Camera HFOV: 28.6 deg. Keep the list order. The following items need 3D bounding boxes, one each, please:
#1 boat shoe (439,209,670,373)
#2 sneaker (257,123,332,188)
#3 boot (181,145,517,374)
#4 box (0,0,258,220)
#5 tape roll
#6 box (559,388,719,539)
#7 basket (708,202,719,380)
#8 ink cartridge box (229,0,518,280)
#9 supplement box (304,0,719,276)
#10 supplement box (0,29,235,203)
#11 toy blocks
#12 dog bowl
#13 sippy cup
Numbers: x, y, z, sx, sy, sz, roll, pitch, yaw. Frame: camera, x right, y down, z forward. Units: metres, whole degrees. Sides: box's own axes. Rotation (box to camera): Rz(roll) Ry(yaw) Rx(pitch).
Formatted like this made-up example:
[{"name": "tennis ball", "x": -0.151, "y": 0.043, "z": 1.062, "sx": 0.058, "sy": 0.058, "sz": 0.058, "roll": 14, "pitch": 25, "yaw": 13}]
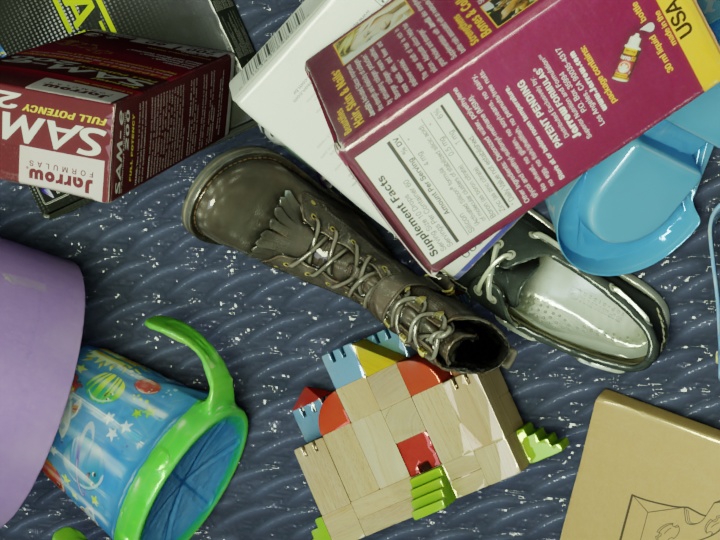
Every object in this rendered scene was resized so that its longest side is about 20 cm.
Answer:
[{"name": "boat shoe", "x": 0.114, "y": 0.004, "z": 0.945, "sx": 0.198, "sy": 0.060, "sz": 0.076, "roll": 22, "pitch": 111, "yaw": 9}, {"name": "sneaker", "x": 0.025, "y": -0.142, "z": 0.940, "sx": 0.199, "sy": 0.075, "sz": 0.088, "roll": -37, "pitch": 133, "yaw": 10}, {"name": "boot", "x": 0.000, "y": 0.000, "z": 0.891, "sx": 0.174, "sy": 0.199, "sz": 0.070, "roll": 38, "pitch": 104, "yaw": 37}, {"name": "box", "x": -0.181, "y": -0.162, "z": 0.994, "sx": 0.192, "sy": 0.048, "sz": 0.201, "roll": -20, "pitch": 100, "yaw": 22}, {"name": "tape roll", "x": -0.273, "y": 0.076, "z": 1.003, "sx": 0.084, "sy": 0.200, "sz": 0.201, "roll": 19, "pitch": 115, "yaw": -25}, {"name": "box", "x": 0.236, "y": 0.188, "z": 0.963, "sx": 0.199, "sy": 0.021, "sz": 0.165, "roll": 19, "pitch": 110, "yaw": 24}, {"name": "basket", "x": 0.306, "y": 0.048, "z": 0.869, "sx": 0.175, "sy": 0.139, "sz": 0.202, "roll": -3, "pitch": 70, "yaw": 18}, {"name": "ink cartridge box", "x": 0.055, "y": -0.122, "z": 0.881, "sx": 0.200, "sy": 0.041, "sz": 0.200, "roll": 39, "pitch": 104, "yaw": -26}, {"name": "supplement box", "x": 0.082, "y": -0.113, "z": 0.793, "sx": 0.199, "sy": 0.131, "sz": 0.103, "roll": -34, "pitch": 121, "yaw": 8}, {"name": "supplement box", "x": -0.161, "y": -0.101, "z": 0.875, "sx": 0.108, "sy": 0.200, "sz": 0.061, "roll": 11, "pitch": 110, "yaw": 11}, {"name": "toy blocks", "x": 0.026, "y": 0.100, "z": 0.994, "sx": 0.199, "sy": 0.100, "sz": 0.138, "roll": -26, "pitch": 85, "yaw": 21}, {"name": "dog bowl", "x": 0.189, "y": -0.088, "z": 0.876, "sx": 0.111, "sy": 0.050, "sz": 0.201, "roll": 19, "pitch": 118, "yaw": -36}, {"name": "sippy cup", "x": -0.172, "y": 0.126, "z": 1.038, "sx": 0.130, "sy": 0.140, "sz": 0.178, "roll": 31, "pitch": 71, "yaw": 17}]
